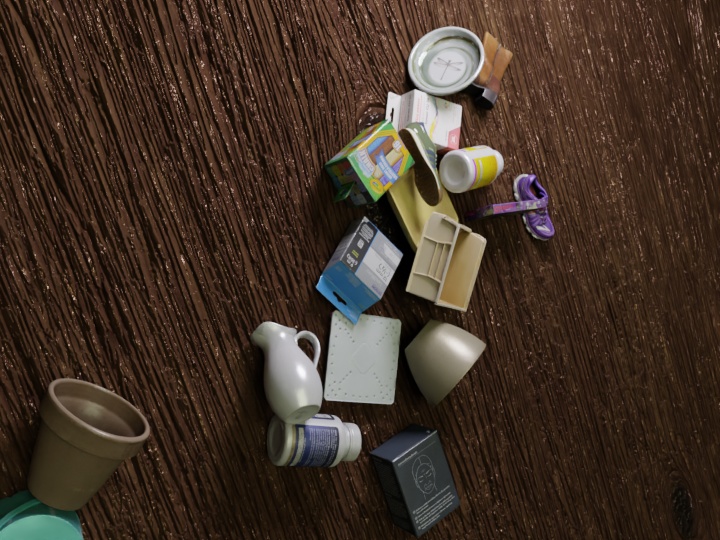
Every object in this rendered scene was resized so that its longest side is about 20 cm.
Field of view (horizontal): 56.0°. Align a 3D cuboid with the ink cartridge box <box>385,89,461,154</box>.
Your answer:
[{"bbox_3d":[0.159,-0.378,1.711,0.195,0.067,0.121,9,84,-31],"label":"ink cartridge box"}]

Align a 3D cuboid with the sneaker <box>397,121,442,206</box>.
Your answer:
[{"bbox_3d":[0.164,-0.267,1.641,0.090,0.066,0.204,-42,113,-41],"label":"sneaker"}]

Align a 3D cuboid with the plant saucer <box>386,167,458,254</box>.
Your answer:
[{"bbox_3d":[0.146,-0.159,1.685,0.200,0.048,0.204,-42,112,-40],"label":"plant saucer"}]

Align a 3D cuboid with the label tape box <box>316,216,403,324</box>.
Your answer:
[{"bbox_3d":[0.000,0.000,1.584,0.143,0.065,0.203,42,58,-23],"label":"label tape box"}]

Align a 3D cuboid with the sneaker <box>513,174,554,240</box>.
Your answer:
[{"bbox_3d":[0.498,-0.176,1.906,0.080,0.083,0.203,-38,108,-26],"label":"sneaker"}]

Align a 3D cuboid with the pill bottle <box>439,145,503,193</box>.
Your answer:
[{"bbox_3d":[0.295,-0.266,1.756,0.197,0.102,0.108,-19,98,-48],"label":"pill bottle"}]

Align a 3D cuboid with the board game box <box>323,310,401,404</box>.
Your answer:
[{"bbox_3d":[0.003,0.209,1.615,0.195,0.026,0.207,10,83,-31],"label":"board game box"}]

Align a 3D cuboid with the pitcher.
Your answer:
[{"bbox_3d":[-0.135,0.216,1.452,0.168,0.122,0.204,2,51,-38],"label":"pitcher"}]

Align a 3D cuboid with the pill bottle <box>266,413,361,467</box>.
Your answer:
[{"bbox_3d":[-0.100,0.375,1.495,0.195,0.110,0.115,11,82,-30],"label":"pill bottle"}]

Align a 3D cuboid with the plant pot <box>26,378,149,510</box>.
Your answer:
[{"bbox_3d":[-0.504,0.323,1.217,0.197,0.200,0.178,28,92,-27],"label":"plant pot"}]

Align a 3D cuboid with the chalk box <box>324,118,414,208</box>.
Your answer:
[{"bbox_3d":[0.006,-0.234,1.577,0.200,0.124,0.125,-44,110,-26],"label":"chalk box"}]

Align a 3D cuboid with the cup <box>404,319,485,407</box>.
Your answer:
[{"bbox_3d":[0.190,0.208,1.655,0.143,0.201,0.200,41,65,7],"label":"cup"}]

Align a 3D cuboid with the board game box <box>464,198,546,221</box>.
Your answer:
[{"bbox_3d":[0.390,-0.162,1.817,0.195,0.119,0.033,-9,93,-32],"label":"board game box"}]

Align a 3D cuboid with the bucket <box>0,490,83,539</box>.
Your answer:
[{"bbox_3d":[-0.578,0.500,1.177,0.202,0.133,0.215,2,85,-32],"label":"bucket"}]

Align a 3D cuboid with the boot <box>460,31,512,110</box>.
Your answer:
[{"bbox_3d":[0.322,-0.567,1.824,0.185,0.068,0.205,29,68,-16],"label":"boot"}]

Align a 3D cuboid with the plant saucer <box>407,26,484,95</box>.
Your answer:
[{"bbox_3d":[0.218,-0.520,1.715,0.205,0.195,0.050,-66,157,-15],"label":"plant saucer"}]

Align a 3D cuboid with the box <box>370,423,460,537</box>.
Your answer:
[{"bbox_3d":[0.133,0.504,1.637,0.146,0.106,0.206,-24,101,-29],"label":"box"}]

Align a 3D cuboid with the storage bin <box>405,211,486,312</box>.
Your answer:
[{"bbox_3d":[0.214,-0.018,1.647,0.198,0.092,0.205,15,93,-60],"label":"storage bin"}]
